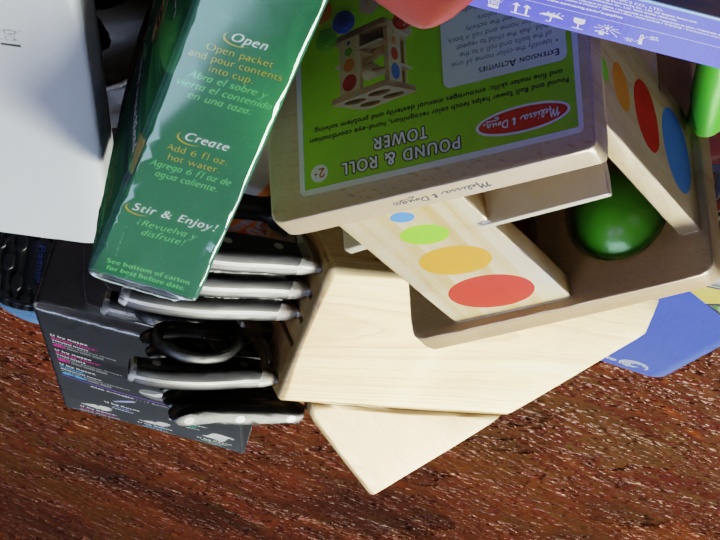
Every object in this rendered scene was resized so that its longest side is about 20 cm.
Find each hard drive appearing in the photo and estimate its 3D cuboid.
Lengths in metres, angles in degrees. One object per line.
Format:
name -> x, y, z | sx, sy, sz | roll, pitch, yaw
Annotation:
hard drive -> 0.130, 0.007, 1.514 | 0.132, 0.025, 0.200 | 18, 163, -11
hard drive -> -0.155, -0.074, 1.043 | 0.131, 0.027, 0.200 | 8, 152, 4

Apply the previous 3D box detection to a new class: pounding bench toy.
pounding bench toy -> 0.087, -0.066, 1.120 | 0.199, 0.125, 0.156 | -13, 154, 22

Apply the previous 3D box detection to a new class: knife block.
knife block -> 0.000, 0.000, 1.226 | 0.200, 0.064, 0.176 | -30, 132, 4

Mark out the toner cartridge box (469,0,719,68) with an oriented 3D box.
toner cartridge box -> 0.124, -0.117, 0.984 | 0.199, 0.095, 0.043 | 14, 164, 2

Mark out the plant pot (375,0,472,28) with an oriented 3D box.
plant pot -> -0.012, -0.187, 0.741 | 0.177, 0.201, 0.200 | 28, 162, -10

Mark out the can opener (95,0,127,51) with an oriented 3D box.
can opener -> -0.154, -0.151, 1.106 | 0.200, 0.079, 0.063 | 39, 150, 22

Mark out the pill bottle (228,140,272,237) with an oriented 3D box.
pill bottle -> 0.008, -0.038, 1.317 | 0.200, 0.113, 0.113 | 26, 160, -35

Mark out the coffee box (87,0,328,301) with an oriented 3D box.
coffee box -> -0.041, -0.098, 1.013 | 0.044, 0.123, 0.200 | 16, 138, -10

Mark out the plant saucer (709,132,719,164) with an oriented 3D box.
plant saucer -> 0.223, -0.020, 1.299 | 0.200, 0.051, 0.201 | 13, 164, 4

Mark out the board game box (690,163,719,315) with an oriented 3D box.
board game box -> 0.215, 0.011, 1.254 | 0.135, 0.035, 0.200 | 3, 160, 37

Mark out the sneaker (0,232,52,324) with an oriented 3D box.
sneaker -> -0.114, 0.013, 1.704 | 0.199, 0.066, 0.078 | 12, 175, 11

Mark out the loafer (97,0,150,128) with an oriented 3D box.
loafer -> -0.152, -0.109, 1.293 | 0.199, 0.073, 0.071 | 5, 163, 31

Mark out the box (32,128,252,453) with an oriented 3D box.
box -> -0.093, 0.004, 1.530 | 0.106, 0.123, 0.200 | 14, 164, 3
